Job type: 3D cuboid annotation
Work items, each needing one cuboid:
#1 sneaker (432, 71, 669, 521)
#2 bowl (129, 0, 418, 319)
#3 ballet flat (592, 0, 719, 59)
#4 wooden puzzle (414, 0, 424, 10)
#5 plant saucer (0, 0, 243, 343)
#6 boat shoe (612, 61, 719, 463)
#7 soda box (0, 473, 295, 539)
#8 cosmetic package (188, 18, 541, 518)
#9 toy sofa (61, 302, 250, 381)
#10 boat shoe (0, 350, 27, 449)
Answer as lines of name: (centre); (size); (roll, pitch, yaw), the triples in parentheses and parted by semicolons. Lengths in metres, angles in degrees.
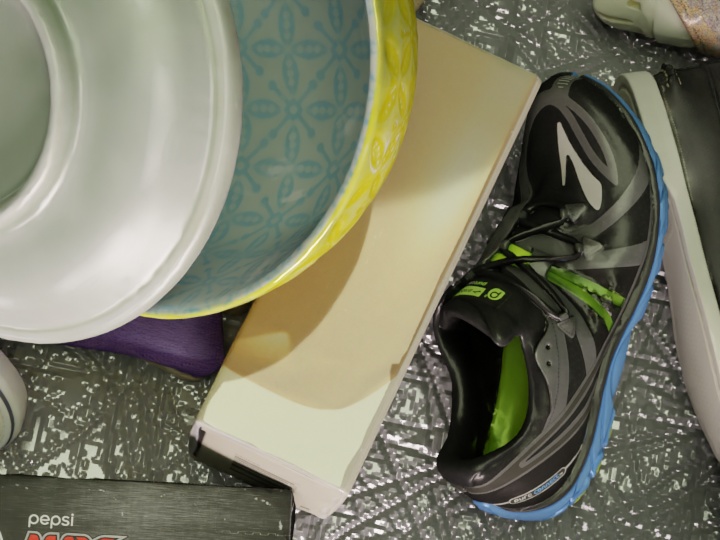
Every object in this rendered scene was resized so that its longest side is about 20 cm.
sneaker: (0.079, 0.009, 0.874); (0.083, 0.071, 0.200); (18, 82, -44)
bowl: (-0.052, -0.087, 0.789); (0.200, 0.108, 0.201); (5, 100, 30)
ballet flat: (0.127, -0.157, 0.949); (0.067, 0.068, 0.200); (-36, 78, 7)
wooden puzzle: (-0.045, -0.174, 0.897); (0.185, 0.046, 0.200); (41, 84, -26)
plant saucer: (-0.138, -0.069, 0.752); (0.200, 0.050, 0.201); (5, 100, 30)
boat shoe: (0.167, -0.001, 0.909); (0.060, 0.074, 0.200); (-12, 72, -7)
soda box: (-0.130, 0.123, 0.847); (0.200, 0.063, 0.071); (4, 76, -6)
cosmetic package: (0.000, 0.000, 0.870); (0.071, 0.105, 0.200); (26, 74, 0)
toy sofa: (-0.142, -0.019, 0.868); (0.200, 0.083, 0.098); (11, 75, -4)
boat shoe: (-0.236, 0.033, 0.829); (0.200, 0.071, 0.070); (30, 32, -13)
